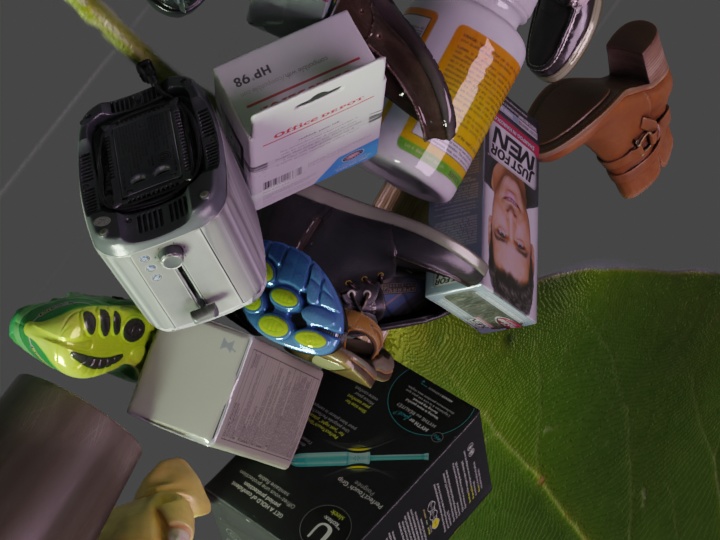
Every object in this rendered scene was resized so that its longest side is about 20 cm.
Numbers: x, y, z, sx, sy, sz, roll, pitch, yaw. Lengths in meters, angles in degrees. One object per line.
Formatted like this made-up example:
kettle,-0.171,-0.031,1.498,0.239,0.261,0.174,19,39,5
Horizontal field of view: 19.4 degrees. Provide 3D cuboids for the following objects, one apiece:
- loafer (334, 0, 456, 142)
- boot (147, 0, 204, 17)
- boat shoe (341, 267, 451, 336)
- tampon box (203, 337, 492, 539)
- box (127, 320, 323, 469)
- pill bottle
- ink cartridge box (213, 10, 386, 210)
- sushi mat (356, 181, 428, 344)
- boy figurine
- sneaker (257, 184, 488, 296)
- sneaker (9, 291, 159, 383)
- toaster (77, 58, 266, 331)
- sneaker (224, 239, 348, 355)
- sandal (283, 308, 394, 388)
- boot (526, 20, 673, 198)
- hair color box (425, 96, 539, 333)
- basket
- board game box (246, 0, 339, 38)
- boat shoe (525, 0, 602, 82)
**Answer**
loafer,0.009,-0.182,1.708,0.071,0.200,0.073,-33,175,0
boot,-0.095,-0.272,1.534,0.073,0.162,0.198,35,81,-5
boat shoe,0.001,0.024,1.828,0.200,0.057,0.069,-10,109,-37
tampon box,-0.007,0.190,1.825,0.200,0.150,0.126,-45,147,-24
box,-0.104,0.097,1.692,0.095,0.078,0.200,-69,162,-6
pill bottle,0.073,-0.168,1.798,0.111,0.111,0.200,36,80,-49
ink cartridge box,-0.047,-0.128,1.618,0.116,0.067,0.200,-25,165,-10
sushi mat,0.034,-0.033,1.891,0.096,0.012,0.200,37,78,-48
boy figurine,-0.181,0.223,1.702,0.064,0.124,0.200,58,27,-15
sneaker,0.000,0.000,1.758,0.075,0.200,0.106,147,-37,-87
sneaker,-0.200,0.046,1.628,0.200,0.084,0.074,19,90,-68
toaster,-0.141,-0.050,1.588,0.114,0.200,0.129,-20,135,4
sneaker,-0.070,0.016,1.654,0.083,0.200,0.071,36,83,-42
sandal,-0.009,0.058,1.732,0.200,0.080,0.054,9,103,-78
boot,0.239,-0.126,2.032,0.200,0.074,0.155,-41,137,-24
hair color box,0.109,-0.056,1.862,0.099,0.061,0.200,32,54,-49
basket,-0.262,0.190,1.581,0.200,0.136,0.180,-58,157,-18
board game box,-0.014,-0.287,1.607,0.148,0.064,0.200,116,-2,-71
boat shoe,0.186,-0.273,1.914,0.066,0.072,0.201,20,91,-40
